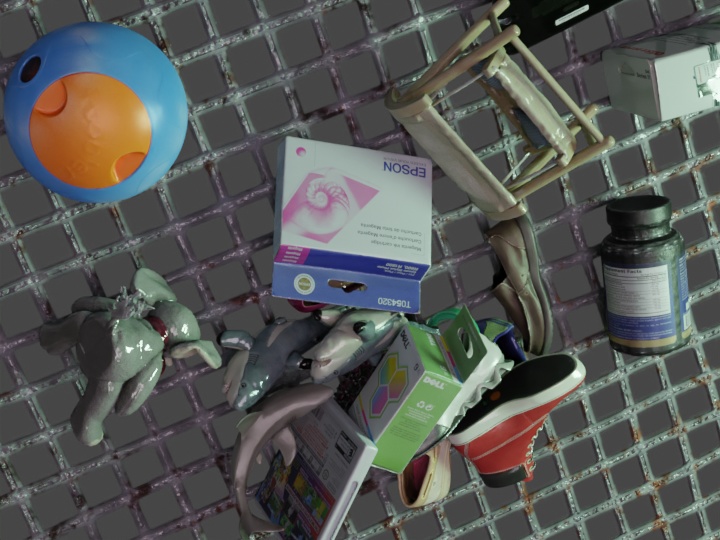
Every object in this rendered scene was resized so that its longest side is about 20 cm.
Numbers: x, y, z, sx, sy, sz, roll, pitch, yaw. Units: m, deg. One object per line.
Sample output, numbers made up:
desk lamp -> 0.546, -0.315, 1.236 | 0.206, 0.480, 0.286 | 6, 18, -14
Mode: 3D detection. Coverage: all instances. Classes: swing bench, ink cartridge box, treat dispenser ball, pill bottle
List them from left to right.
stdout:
treat dispenser ball -> -0.294, -0.176, 1.368 | 0.201, 0.201, 0.201 | -4, 104, -15
ink cartridge box -> -0.008, -0.056, 1.514 | 0.196, 0.043, 0.200 | 7, 70, -18
ink cartridge box -> 0.065, 0.136, 1.490 | 0.059, 0.104, 0.200 | 23, 114, -24
swing bench -> 0.165, -0.185, 1.504 | 0.200, 0.130, 0.199 | -39, 112, 19
pill bottle -> 0.382, 0.005, 1.647 | 0.112, 0.112, 0.200 | -12, 106, -13
ink cartridge box -> 0.434, -0.262, 1.579 | 0.200, 0.147, 0.083 | -15, 108, -10

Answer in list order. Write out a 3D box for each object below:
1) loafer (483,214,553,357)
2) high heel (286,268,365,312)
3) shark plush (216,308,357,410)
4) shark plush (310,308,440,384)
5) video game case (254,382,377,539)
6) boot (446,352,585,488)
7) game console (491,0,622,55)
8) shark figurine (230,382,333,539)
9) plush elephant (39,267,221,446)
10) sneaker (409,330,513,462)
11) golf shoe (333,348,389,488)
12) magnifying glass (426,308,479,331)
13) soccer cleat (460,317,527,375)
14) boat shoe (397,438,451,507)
loafer -> 0.206, 0.023, 1.631 | 0.071, 0.073, 0.200 | -14, 102, -1
high heel -> 0.000, 0.000, 1.547 | 0.200, 0.096, 0.067 | -28, 109, -7
shark plush -> -0.088, 0.110, 1.551 | 0.200, 0.083, 0.091 | -19, 127, -25
shark plush -> 0.014, 0.088, 1.546 | 0.200, 0.091, 0.083 | -12, 107, -52
video game case -> -0.060, 0.259, 1.537 | 0.023, 0.200, 0.182 | 22, 98, -27
boot -> 0.225, 0.202, 1.608 | 0.200, 0.072, 0.144 | -32, 120, 11
game console -> 0.232, -0.402, 1.556 | 0.200, 0.116, 0.176 | -27, 139, -7
shark figurine -> -0.135, 0.222, 1.527 | 0.128, 0.090, 0.215 | 18, 79, 22
plush elephant -> -0.264, 0.088, 1.478 | 0.155, 0.165, 0.200 | 0, 141, -49
sneaker -> 0.096, 0.157, 1.561 | 0.089, 0.074, 0.200 | 46, 78, -9
golf shoe -> 0.005, 0.195, 1.612 | 0.092, 0.073, 0.200 | 23, 101, -25
magnifying glass -> 0.114, 0.145, 1.637 | 0.022, 0.080, 0.200 | -25, 128, -52
soccer cleat -> 0.195, 0.158, 1.641 | 0.065, 0.084, 0.200 | -34, 113, -45
boat shoe -> 0.079, 0.224, 1.626 | 0.069, 0.074, 0.200 | -21, 112, -45
